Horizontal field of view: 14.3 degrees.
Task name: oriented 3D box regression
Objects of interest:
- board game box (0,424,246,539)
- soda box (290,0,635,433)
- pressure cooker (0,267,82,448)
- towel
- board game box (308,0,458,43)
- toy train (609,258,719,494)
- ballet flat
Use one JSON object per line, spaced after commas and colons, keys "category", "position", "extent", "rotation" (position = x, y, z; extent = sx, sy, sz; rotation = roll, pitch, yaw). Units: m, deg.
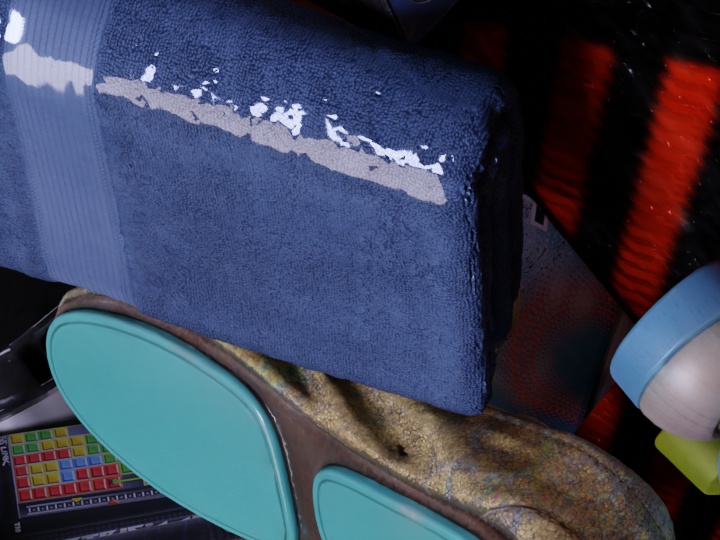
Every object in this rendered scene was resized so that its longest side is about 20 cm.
{"category": "board game box", "position": [-0.048, 0.124, 0.942], "extent": [0.200, 0.165, 0.057], "rotation": [93, 165, -50]}
{"category": "soda box", "position": [-0.009, -0.027, 0.802], "extent": [0.200, 0.064, 0.068], "rotation": [48, 162, -28]}
{"category": "pressure cooker", "position": [-0.111, 0.028, 0.990], "extent": [0.176, 0.179, 0.200], "rotation": [28, 159, 36]}
{"category": "towel", "position": [-0.053, -0.036, 0.707], "extent": [0.199, 0.049, 0.112], "rotation": [19, 146, 16]}
{"category": "board game box", "position": [-0.068, -0.140, 0.686], "extent": [0.200, 0.035, 0.136], "rotation": [30, 162, 35]}
{"category": "toy train", "position": [0.123, 0.075, 0.765], "extent": [0.116, 0.085, 0.200], "rotation": [53, 177, 21]}
{"category": "ballet flat", "position": [0.001, 0.046, 0.753], "extent": [0.200, 0.071, 0.071], "rotation": [26, 159, 40]}
